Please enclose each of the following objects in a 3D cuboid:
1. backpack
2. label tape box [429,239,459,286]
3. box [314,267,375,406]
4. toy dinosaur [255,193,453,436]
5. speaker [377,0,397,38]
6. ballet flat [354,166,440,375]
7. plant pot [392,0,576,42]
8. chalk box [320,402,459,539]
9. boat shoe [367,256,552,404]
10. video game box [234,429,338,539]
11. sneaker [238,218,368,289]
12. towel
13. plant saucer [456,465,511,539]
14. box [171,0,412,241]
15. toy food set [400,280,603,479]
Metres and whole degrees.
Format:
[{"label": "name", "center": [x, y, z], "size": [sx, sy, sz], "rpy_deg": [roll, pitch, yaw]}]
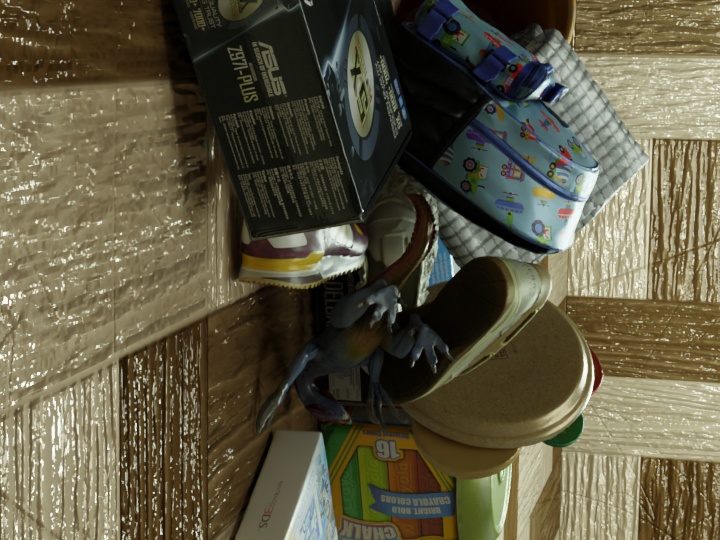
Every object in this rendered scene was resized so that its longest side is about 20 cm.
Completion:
[{"label": "backpack", "center": [0.104, -0.107, 1.290], "size": [0.135, 0.200, 0.183], "rpy_deg": [-54, 171, 12]}, {"label": "label tape box", "center": [0.079, -0.020, 1.802], "size": [0.200, 0.066, 0.143], "rpy_deg": [-75, 162, -47]}, {"label": "box", "center": [0.000, 0.000, 1.500], "size": [0.158, 0.050, 0.200], "rpy_deg": [-55, 145, -65]}, {"label": "toy dinosaur", "center": [0.004, 0.060, 1.315], "size": [0.181, 0.105, 0.200], "rpy_deg": [-17, -135, 64]}, {"label": "speaker", "center": [-0.007, -0.186, 1.372], "size": [0.200, 0.081, 0.081], "rpy_deg": [74, 22, -54]}, {"label": "ballet flat", "center": [0.030, 0.004, 1.379], "size": [0.072, 0.072, 0.200], "rpy_deg": [-48, 140, -70]}, {"label": "plant pot", "center": [0.093, -0.233, 1.596], "size": [0.183, 0.200, 0.200], "rpy_deg": [114, -20, -82]}, {"label": "chalk box", "center": [0.041, 0.200, 1.557], "size": [0.124, 0.125, 0.200], "rpy_deg": [-64, 153, -59]}, {"label": "boat shoe", "center": [0.077, 0.051, 1.298], "size": [0.066, 0.200, 0.074], "rpy_deg": [-4, 69, -36]}, {"label": "video game box", "center": [-0.061, 0.258, 1.305], "size": [0.200, 0.047, 0.182], "rpy_deg": [-70, 160, -52]}, {"label": "sneaker", "center": [-0.037, -0.044, 1.281], "size": [0.200, 0.075, 0.090], "rpy_deg": [-41, 137, -73]}, {"label": "towel", "center": [0.133, -0.097, 1.467], "size": [0.166, 0.200, 0.086], "rpy_deg": [51, -7, -25]}, {"label": "plant saucer", "center": [0.120, 0.172, 1.556], "size": [0.200, 0.031, 0.200], "rpy_deg": [2, 90, -77]}, {"label": "box", "center": [-0.044, -0.147, 1.123], "size": [0.164, 0.086, 0.200], "rpy_deg": [-61, 138, -61]}, {"label": "toy food set", "center": [0.115, 0.086, 1.472], "size": [0.200, 0.198, 0.049], "rpy_deg": [56, -27, 35]}]
